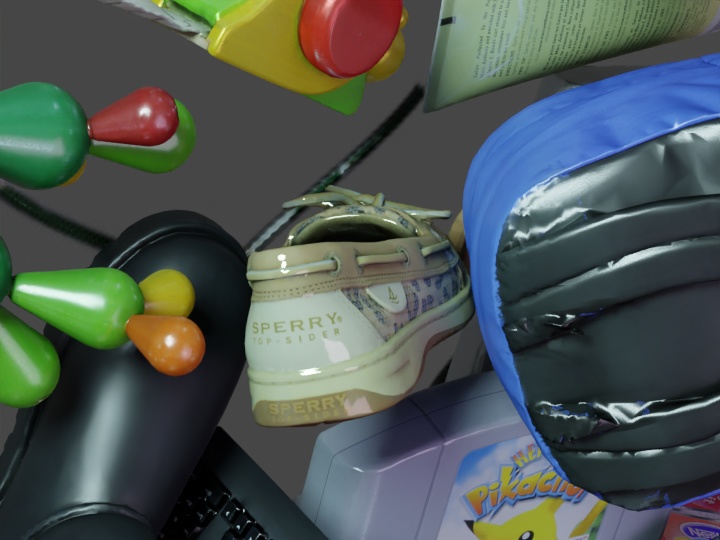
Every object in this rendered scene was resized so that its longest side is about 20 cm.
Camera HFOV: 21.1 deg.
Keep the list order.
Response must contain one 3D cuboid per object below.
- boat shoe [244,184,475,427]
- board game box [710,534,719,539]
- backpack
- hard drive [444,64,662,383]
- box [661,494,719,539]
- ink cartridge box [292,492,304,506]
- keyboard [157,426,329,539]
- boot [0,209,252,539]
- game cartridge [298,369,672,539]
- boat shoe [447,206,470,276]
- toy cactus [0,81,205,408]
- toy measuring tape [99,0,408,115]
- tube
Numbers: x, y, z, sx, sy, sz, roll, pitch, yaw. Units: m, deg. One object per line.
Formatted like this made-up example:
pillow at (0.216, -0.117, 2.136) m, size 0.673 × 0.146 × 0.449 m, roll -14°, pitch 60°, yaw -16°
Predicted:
boat shoe at (0.000, 0.000, 0.715) m, size 0.200 × 0.073 × 0.063 m, roll -64°, pitch 143°, yaw -75°
board game box at (0.119, 0.206, 0.912) m, size 0.199 × 0.062 × 0.200 m, roll -36°, pitch 155°, yaw 15°
backpack at (0.139, -0.005, 0.737) m, size 0.198 × 0.168 × 0.164 m, roll -21°, pitch 106°, yaw -1°
hard drive at (0.104, 0.001, 0.925) m, size 0.131 × 0.026 × 0.202 m, roll -7°, pitch 121°, yaw -47°
box at (0.234, 0.072, 1.024) m, size 0.201 × 0.102 × 0.095 m, roll -58°, pitch 150°, yaw -27°
ink cartridge box at (0.063, 0.143, 0.922) m, size 0.198 × 0.057 × 0.164 m, roll -16°, pitch 131°, yaw -19°
keyboard at (-0.040, 0.142, 0.678) m, size 0.104 × 0.200 × 0.040 m, roll -54°, pitch 138°, yaw 5°
boot at (-0.070, 0.093, 0.658) m, size 0.076 × 0.168 × 0.201 m, roll 32°, pitch 92°, yaw -36°
game cartridge at (0.061, 0.104, 0.835) m, size 0.198 × 0.040 × 0.135 m, roll -7°, pitch 122°, yaw -33°
boat shoe at (0.120, -0.003, 0.860) m, size 0.199 × 0.070 × 0.071 m, roll -2°, pitch 119°, yaw -47°
toy cactus at (-0.133, -0.010, 0.594) m, size 0.199 × 0.102 × 0.166 m, roll -35°, pitch 129°, yaw -16°
toy measuring tape at (-0.041, -0.105, 0.640) m, size 0.199 × 0.073 × 0.074 m, roll 18°, pitch 102°, yaw -54°
tube at (0.105, -0.120, 0.824) m, size 0.199 × 0.052 × 0.059 m, roll -17°, pitch 87°, yaw -38°
